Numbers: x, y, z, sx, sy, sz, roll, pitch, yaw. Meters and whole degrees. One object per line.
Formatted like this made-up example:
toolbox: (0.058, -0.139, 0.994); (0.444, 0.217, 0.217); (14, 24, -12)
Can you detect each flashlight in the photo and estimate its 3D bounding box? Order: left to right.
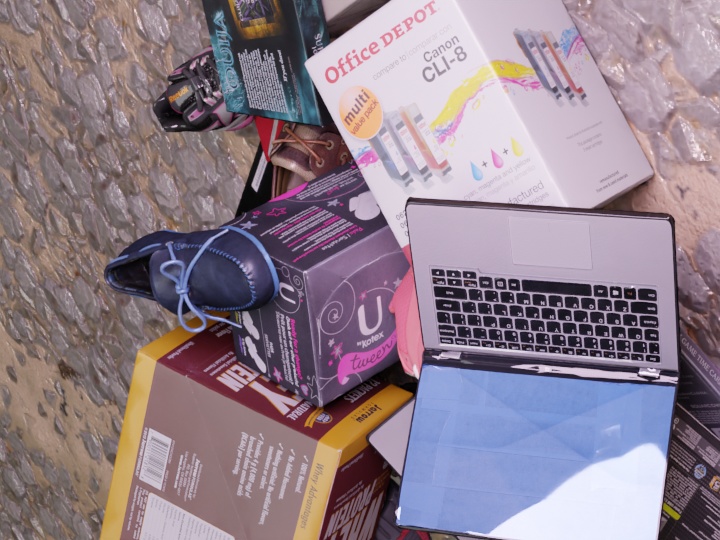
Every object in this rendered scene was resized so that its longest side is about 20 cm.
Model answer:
flashlight: (0.059, 0.269, 1.769); (0.068, 0.068, 0.200); (-23, 126, 26)

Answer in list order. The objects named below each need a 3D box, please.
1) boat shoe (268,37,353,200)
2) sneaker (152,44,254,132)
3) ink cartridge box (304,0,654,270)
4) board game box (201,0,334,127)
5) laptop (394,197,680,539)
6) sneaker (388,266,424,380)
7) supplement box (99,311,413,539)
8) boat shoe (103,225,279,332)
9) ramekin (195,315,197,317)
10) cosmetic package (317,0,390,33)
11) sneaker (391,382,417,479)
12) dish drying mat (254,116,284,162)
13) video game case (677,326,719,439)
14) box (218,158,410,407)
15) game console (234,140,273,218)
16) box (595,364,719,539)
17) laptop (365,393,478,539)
boat shoe: (-0.041, -0.096, 1.653); (0.072, 0.072, 0.202); (25, 114, 17)
sneaker: (-0.121, -0.159, 1.680); (0.081, 0.086, 0.200); (66, 152, 11)
ink cartridge box: (0.086, -0.111, 1.413); (0.145, 0.144, 0.201); (-31, 87, 36)
board game box: (-0.080, -0.216, 1.517); (0.135, 0.028, 0.202); (15, 123, 51)
laptop: (0.115, 0.070, 1.316); (0.185, 0.116, 0.202); (4, 125, 19)
sneaker: (0.074, 0.066, 1.476); (0.087, 0.073, 0.201); (-46, 38, 24)
supplement box: (-0.090, 0.169, 1.649); (0.199, 0.133, 0.199); (24, 117, 20)
boat shoe: (-0.135, 0.012, 1.538); (0.199, 0.068, 0.085); (-5, 108, 57)
ramekin: (-0.079, 0.099, 1.805); (0.200, 0.105, 0.201); (44, 162, 19)
cosmetic package: (0.013, -0.247, 1.485); (0.200, 0.105, 0.072); (-25, 91, 55)
sneaker: (0.088, 0.167, 1.706); (0.199, 0.078, 0.091); (33, 134, 37)
dish drying mat: (-0.091, -0.199, 1.717); (0.077, 0.018, 0.202); (-11, 97, 57)
video game case: (0.199, 0.064, 1.459); (0.200, 0.019, 0.142); (47, 152, -22)
box: (0.000, 0.000, 1.590); (0.114, 0.199, 0.133); (25, 133, 43)
game console: (-0.043, -0.043, 1.781); (0.177, 0.031, 0.201); (54, 146, 23)
box: (0.193, 0.172, 1.418); (0.200, 0.161, 0.044); (38, 172, -22)
laptop: (0.143, 0.154, 1.532); (0.188, 0.200, 0.116); (48, -173, -23)
